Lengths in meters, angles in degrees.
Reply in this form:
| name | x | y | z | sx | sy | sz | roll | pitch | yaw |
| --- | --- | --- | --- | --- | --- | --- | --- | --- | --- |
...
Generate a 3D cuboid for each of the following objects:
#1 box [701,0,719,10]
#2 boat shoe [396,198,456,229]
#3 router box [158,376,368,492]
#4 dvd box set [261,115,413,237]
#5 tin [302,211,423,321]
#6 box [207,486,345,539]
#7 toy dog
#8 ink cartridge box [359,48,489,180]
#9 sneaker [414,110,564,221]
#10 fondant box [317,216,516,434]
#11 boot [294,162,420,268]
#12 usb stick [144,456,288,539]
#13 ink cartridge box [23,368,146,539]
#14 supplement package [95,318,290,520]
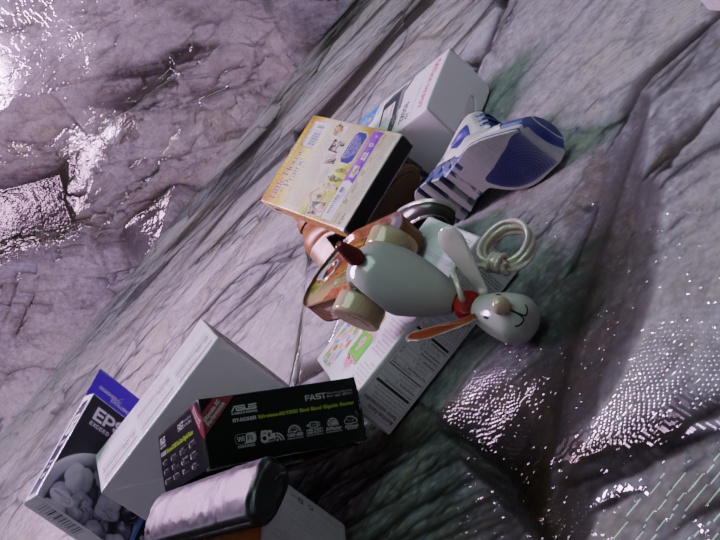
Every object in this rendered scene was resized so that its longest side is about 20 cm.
| name | x | y | z | sx | sy | sz | roll | pitch | yaw |
| --- | --- | --- | --- | --- | --- | --- | --- | --- | --- |
| box | 0.363 | -0.299 | 0.780 | 0.125 | 0.097 | 0.200 | -48 | 18 | 8 |
| boat shoe | 0.050 | -0.028 | 1.069 | 0.200 | 0.066 | 0.058 | -28 | 48 | 59 |
| router box | -0.100 | 0.160 | 0.866 | 0.200 | 0.148 | 0.063 | 140 | 122 | -60 |
| dvd box set | -0.036 | -0.127 | 1.202 | 0.199 | 0.029 | 0.147 | 21 | 77 | 49 |
| tin | 0.000 | 0.000 | 0.989 | 0.112 | 0.042 | 0.200 | -53 | 14 | -22 |
| box | -0.082 | 0.280 | 0.714 | 0.124 | 0.097 | 0.200 | -45 | 20 | 15 |
| toy dog | 0.053 | 0.007 | 0.801 | 0.198 | 0.096 | 0.133 | -8 | 63 | 28 |
| ink cartridge box | 0.073 | -0.195 | 1.276 | 0.199 | 0.084 | 0.145 | -32 | 27 | 43 |
| sneaker | 0.144 | -0.140 | 1.018 | 0.199 | 0.080 | 0.116 | -27 | 32 | 54 |
| fondant box | 0.051 | 0.048 | 0.920 | 0.201 | 0.058 | 0.144 | -51 | 19 | -1 |
| boot | -0.014 | -0.101 | 1.241 | 0.201 | 0.076 | 0.156 | -55 | 46 | 25 |
| usb stick | -0.122 | 0.194 | 0.743 | 0.199 | 0.032 | 0.056 | -29 | 35 | 48 |
| ink cartridge box | -0.272 | 0.244 | 1.088 | 0.043 | 0.198 | 0.201 | -28 | 29 | 36 |
| supplement package | -0.172 | 0.187 | 1.023 | 0.201 | 0.155 | 0.111 | -53 | 21 | -5 |
